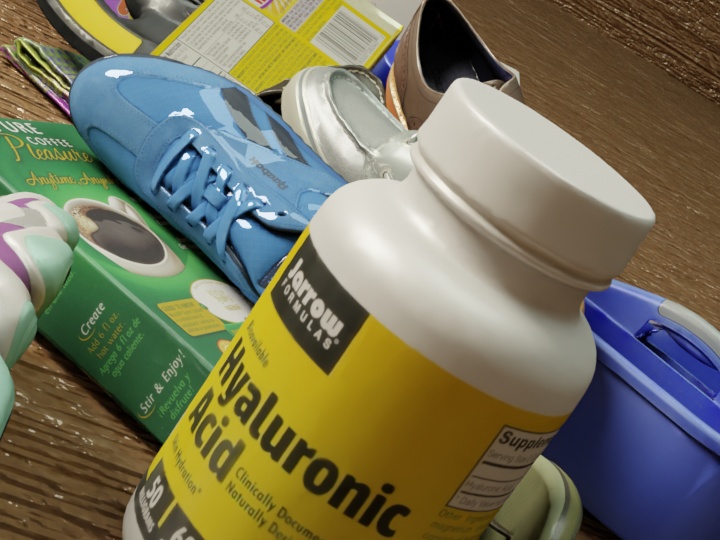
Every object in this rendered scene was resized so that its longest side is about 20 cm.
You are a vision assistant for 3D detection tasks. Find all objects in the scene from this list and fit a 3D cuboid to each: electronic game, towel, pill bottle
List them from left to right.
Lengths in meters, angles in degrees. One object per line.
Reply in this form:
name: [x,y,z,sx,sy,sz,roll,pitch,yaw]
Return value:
towel: [-0.106,-0.074,0.960,0.200,0.023,0.143,41,19,20]
electronic game: [-0.107,-0.169,1.004,0.199,0.042,0.201,16,41,-14]
pill bottle: [0.011,0.039,0.559,0.111,0.201,0.111,31,16,-10]

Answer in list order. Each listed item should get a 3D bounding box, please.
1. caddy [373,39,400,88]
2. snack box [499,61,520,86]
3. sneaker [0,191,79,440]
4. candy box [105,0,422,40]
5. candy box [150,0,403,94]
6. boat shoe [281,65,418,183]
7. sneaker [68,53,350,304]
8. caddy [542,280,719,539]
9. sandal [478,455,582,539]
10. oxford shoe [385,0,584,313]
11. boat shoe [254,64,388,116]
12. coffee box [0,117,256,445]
caddy: [0.041,-0.055,1.056,0.200,0.105,0.141,40,41,16]
snack box: [0.064,-0.022,0.904,0.024,0.072,0.201,22,48,-26]
sneaker: [-0.174,-0.003,0.534,0.139,0.078,0.200,31,16,-14]
candy box: [-0.061,-0.199,1.131,0.199,0.168,0.072,31,17,-10]
candy box: [-0.056,-0.119,0.944,0.102,0.026,0.200,34,44,2]
boat shoe: [0.037,-0.031,0.786,0.070,0.072,0.201,-11,62,-51]
sneaker: [-0.049,-0.029,0.717,0.200,0.066,0.078,36,17,1]
caddy: [0.161,0.071,0.893,0.200,0.105,0.141,40,18,19]
sandal: [0.026,0.086,0.683,0.057,0.080,0.201,31,7,-29]
oxford shoe: [0.062,-0.055,0.836,0.071,0.073,0.201,-17,59,-15]
boat shoe: [-0.038,-0.062,0.846,0.072,0.061,0.201,42,44,4]
coffee box: [-0.100,0.006,0.708,0.200,0.044,0.123,40,16,14]
